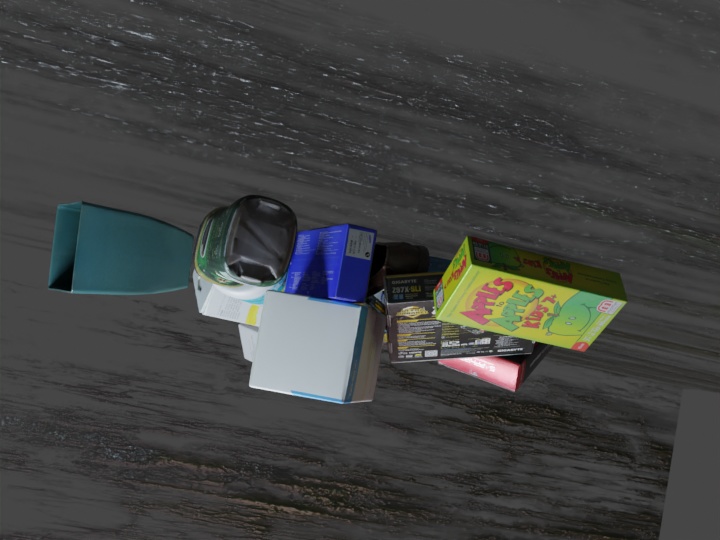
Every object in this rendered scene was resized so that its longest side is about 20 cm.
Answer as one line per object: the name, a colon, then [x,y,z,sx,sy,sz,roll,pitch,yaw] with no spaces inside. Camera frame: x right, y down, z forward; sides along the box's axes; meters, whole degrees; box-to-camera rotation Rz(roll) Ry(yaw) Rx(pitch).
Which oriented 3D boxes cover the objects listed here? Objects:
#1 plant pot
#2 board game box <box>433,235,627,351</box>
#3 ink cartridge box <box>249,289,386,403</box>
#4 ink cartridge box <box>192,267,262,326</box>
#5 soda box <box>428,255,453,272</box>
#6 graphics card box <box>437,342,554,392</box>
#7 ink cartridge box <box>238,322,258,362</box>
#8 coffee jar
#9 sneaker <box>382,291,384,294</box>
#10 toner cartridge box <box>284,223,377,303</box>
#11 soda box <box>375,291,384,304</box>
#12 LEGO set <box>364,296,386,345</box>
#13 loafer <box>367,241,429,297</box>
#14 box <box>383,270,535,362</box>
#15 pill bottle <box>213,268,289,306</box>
plant pot: [-0.384,-0.025,1.486,0.200,0.141,0.141,8,177,-33]
board game box: [0.198,0.030,1.074,0.200,0.048,0.102,13,136,-15]
ink cartridge box: [-0.047,0.105,1.211,0.128,0.125,0.200,8,174,14]
ink cartridge box: [-0.180,0.029,1.594,0.200,0.083,0.145,13,-155,-24]
soda box: [0.151,0.025,1.287,0.200,0.064,0.068,11,174,0]
graphics card box: [0.215,0.094,1.337,0.125,0.051,0.200,19,-149,28]
ink cartridge box: [-0.101,0.125,1.662,0.200,0.084,0.145,18,-142,35]
coffee jar: [-0.147,-0.031,1.119,0.085,0.104,0.200,16,173,-20]
sneaker: [0.079,0.038,1.496,0.090,0.078,0.200,16,173,-9]
toner cartridge box: [-0.044,-0.007,1.203,0.043,0.095,0.200,13,174,-22]
soda box: [0.026,0.040,1.644,0.200,0.068,0.063,11,177,10]
LEGO set: [-0.030,0.101,1.476,0.200,0.154,0.116,26,-170,-39]
loafer: [0.010,-0.011,1.225,0.071,0.073,0.200,18,161,-31]
box: [0.132,0.059,1.189,0.200,0.049,0.160,-4,145,1]
pill bottle: [-0.146,-0.004,1.348,0.111,0.111,0.200,10,175,12]
